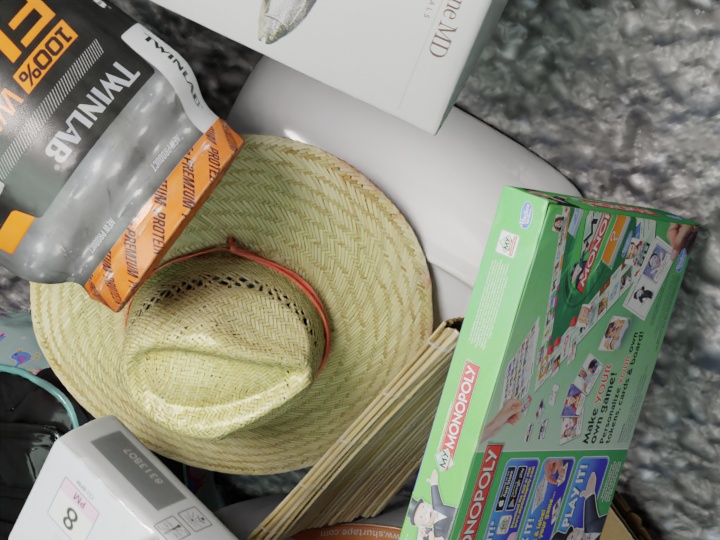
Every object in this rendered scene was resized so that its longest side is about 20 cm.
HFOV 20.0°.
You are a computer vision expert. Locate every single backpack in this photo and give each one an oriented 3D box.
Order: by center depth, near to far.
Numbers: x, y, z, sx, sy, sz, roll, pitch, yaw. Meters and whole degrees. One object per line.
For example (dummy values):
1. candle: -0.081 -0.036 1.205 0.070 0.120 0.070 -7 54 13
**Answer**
1. backpack: -0.183 0.107 1.155 0.200 0.153 0.176 6 112 34

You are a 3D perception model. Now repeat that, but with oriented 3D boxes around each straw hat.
1. straw hat: -0.066 0.037 0.970 0.201 0.085 0.202 1 114 3

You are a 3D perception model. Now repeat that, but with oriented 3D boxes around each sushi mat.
1. sushi mat: 0.024 0.079 1.026 0.012 0.096 0.200 57 133 20

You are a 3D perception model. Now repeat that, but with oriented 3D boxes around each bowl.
1. bowl: 0.000 0.000 1.061 0.199 0.075 0.200 28 132 1

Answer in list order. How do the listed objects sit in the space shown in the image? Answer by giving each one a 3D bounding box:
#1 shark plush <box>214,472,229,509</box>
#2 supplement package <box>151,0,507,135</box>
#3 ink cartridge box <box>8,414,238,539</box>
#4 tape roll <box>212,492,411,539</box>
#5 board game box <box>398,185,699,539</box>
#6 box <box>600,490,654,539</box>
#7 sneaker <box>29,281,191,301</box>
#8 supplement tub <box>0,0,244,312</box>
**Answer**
1. shark plush: -0.097 0.154 1.263 0.200 0.091 0.083 28 110 21
2. supplement package: -0.021 -0.171 0.898 0.200 0.117 0.117 25 131 3
3. ink cartridge box: -0.116 0.196 1.000 0.163 0.057 0.200 42 120 20
4. tape roll: 0.002 0.180 1.066 0.200 0.200 0.066 10 105 17
5. board game box: 0.088 0.064 0.972 0.029 0.134 0.200 23 101 39
6. box: 0.097 0.206 1.195 0.200 0.021 0.164 -21 122 29
7. sneaker: -0.125 -0.034 1.045 0.111 0.077 0.200 -49 62 45
8. supplement tub: -0.157 -0.078 0.892 0.200 0.123 0.123 36 133 -3
